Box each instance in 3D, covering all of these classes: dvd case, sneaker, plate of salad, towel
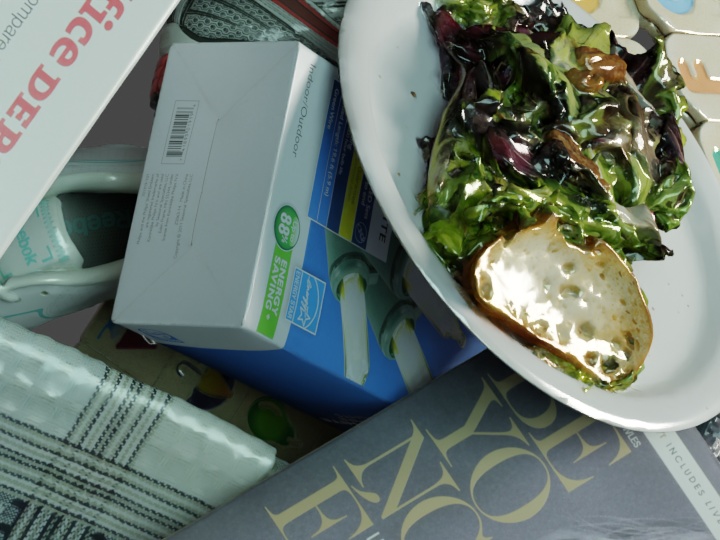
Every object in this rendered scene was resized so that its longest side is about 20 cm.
[{"bbox_3d":[0.044,0.112,0.989,0.200,0.016,0.149,-29,78,-23],"label":"dvd case"},{"bbox_3d":[-0.142,-0.006,1.022,0.200,0.080,0.070,-20,93,-21],"label":"sneaker"},{"bbox_3d":[0.075,-0.036,1.015,0.200,0.048,0.200,28,43,-29],"label":"plate of salad"},{"bbox_3d":[0.021,-0.083,1.110,0.200,0.078,0.082,10,78,-24],"label":"sneaker"},{"bbox_3d":[-0.132,0.114,0.997,0.200,0.035,0.193,28,95,-17],"label":"towel"}]

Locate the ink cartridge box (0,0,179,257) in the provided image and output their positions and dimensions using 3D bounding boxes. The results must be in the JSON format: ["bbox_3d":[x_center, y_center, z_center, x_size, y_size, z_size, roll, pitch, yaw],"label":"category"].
[{"bbox_3d":[-0.171,-0.103,0.925,0.200,0.088,0.145,40,68,-15],"label":"ink cartridge box"}]

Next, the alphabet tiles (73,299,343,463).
[{"bbox_3d":[-0.021,0.071,1.111,0.200,0.006,0.166,37,69,-17],"label":"alphabet tiles"}]

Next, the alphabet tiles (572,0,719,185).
[{"bbox_3d":[0.155,-0.074,1.160,0.196,0.015,0.200,0,63,-41],"label":"alphabet tiles"}]

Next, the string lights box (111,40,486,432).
[{"bbox_3d":[0.000,0.000,1.044,0.200,0.059,0.103,29,68,-52],"label":"string lights box"}]
